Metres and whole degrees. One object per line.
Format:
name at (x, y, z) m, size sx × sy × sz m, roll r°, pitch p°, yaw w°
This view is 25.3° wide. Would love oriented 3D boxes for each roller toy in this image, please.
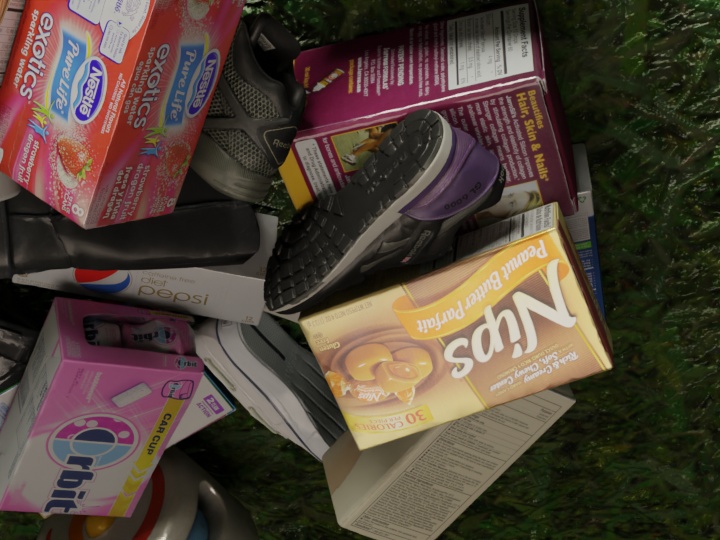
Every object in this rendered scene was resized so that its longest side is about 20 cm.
roller toy at (-0.198, 0.252, 1.445) m, size 0.183 × 0.200 × 0.140 m, roll -46°, pitch 126°, yaw -6°

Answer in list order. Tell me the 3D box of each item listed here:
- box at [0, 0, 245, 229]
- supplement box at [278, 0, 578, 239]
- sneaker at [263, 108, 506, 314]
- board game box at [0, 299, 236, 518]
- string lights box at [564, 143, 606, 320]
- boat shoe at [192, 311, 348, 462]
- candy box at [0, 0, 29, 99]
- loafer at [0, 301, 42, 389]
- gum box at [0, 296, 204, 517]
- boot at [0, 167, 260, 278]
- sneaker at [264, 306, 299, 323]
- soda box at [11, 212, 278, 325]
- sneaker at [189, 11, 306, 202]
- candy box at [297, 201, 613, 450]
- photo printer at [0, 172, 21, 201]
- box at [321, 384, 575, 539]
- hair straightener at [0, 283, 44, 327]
box at (-0.151, -0.139, 1.015) m, size 0.099 × 0.095 × 0.201 m, roll 32°, pitch 114°, yaw 25°
supplement box at (0.046, -0.098, 1.157) m, size 0.199 × 0.104 × 0.131 m, roll -11°, pitch 132°, yaw 12°
sneaker at (0.018, -0.020, 1.114) m, size 0.087 × 0.076 × 0.200 m, roll 28°, pitch 129°, yaw -32°
board game box at (-0.228, 0.111, 1.362) m, size 0.199 × 0.040 × 0.153 m, roll -29°, pitch 132°, yaw 5°
string lights box at (0.140, -0.001, 1.282) m, size 0.102 × 0.059 × 0.201 m, roll -7°, pitch 134°, yaw 7°
boat shoe at (-0.068, 0.101, 1.385) m, size 0.066 × 0.074 × 0.200 m, roll -16°, pitch 124°, yaw 35°
candy box at (-0.253, -0.205, 1.002) m, size 0.116 × 0.056 × 0.201 m, roll 26°, pitch 99°, yaw 7°
loafer at (-0.338, 0.011, 1.273) m, size 0.200 × 0.068 × 0.070 m, roll 40°, pitch 102°, yaw -6°
gum box at (-0.210, 0.109, 1.275) m, size 0.113 × 0.066 × 0.201 m, roll 8°, pitch 133°, yaw -26°
boot at (-0.179, -0.080, 1.188) m, size 0.198 × 0.066 × 0.166 m, roll -4°, pitch 94°, yaw -13°
sneaker at (0.000, 0.000, 1.279) m, size 0.199 × 0.089 × 0.075 m, roll -5°, pitch 162°, yaw 41°
soda box at (-0.168, -0.017, 1.257) m, size 0.198 × 0.068 × 0.064 m, roll 10°, pitch 142°, yaw -9°
sneaker at (-0.112, -0.147, 1.095) m, size 0.115 × 0.199 × 0.076 m, roll -56°, pitch 155°, yaw 14°
candy box at (0.069, 0.042, 1.153) m, size 0.199 × 0.055 × 0.116 m, roll -20°, pitch 110°, yaw 14°
photo printer at (-0.323, -0.143, 1.091) m, size 0.165 × 0.069 × 0.202 m, roll -4°, pitch 102°, yaw 8°
box at (0.067, 0.127, 1.283) m, size 0.095 × 0.078 × 0.200 m, roll 26°, pitch 120°, yaw -33°
hair straightener at (-0.247, 0.077, 1.371) m, size 0.077 × 0.041 × 0.200 m, roll -24°, pitch 129°, yaw 22°
